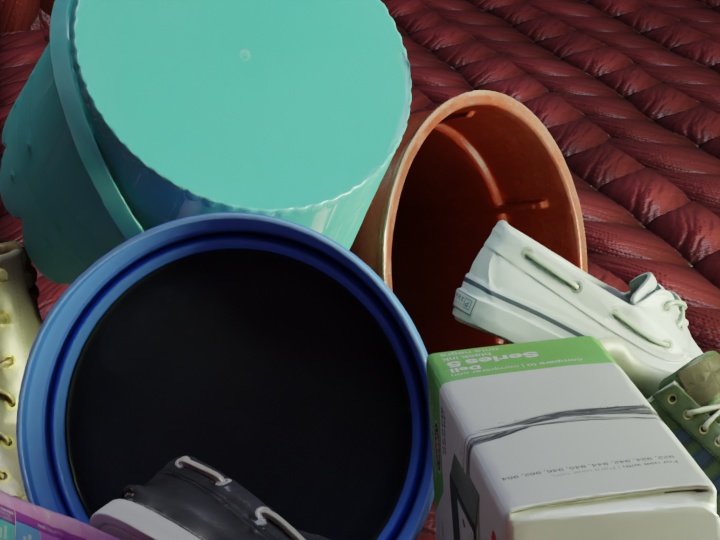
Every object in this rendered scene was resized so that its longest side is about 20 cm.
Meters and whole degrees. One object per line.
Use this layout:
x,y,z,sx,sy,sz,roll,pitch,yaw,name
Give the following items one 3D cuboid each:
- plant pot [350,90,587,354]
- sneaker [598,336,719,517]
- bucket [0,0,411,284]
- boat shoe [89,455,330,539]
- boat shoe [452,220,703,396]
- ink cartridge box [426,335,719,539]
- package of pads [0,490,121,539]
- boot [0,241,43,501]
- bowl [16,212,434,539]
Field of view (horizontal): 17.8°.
0.000,0.000,1.370,0.194,0.203,0.200,-1,13,39,plant pot
0.178,0.088,1.165,0.067,0.091,0.199,-13,18,-36,sneaker
-0.078,-0.074,1.177,0.206,0.208,0.135,-11,-24,-26,bucket
-0.028,0.140,0.987,0.199,0.074,0.060,23,48,35,boat shoe
0.151,0.034,1.270,0.199,0.067,0.074,23,4,-11,boat shoe
0.083,0.126,0.937,0.083,0.147,0.200,-5,14,-5,ink cartridge box
-0.191,0.127,0.940,0.120,0.076,0.200,-15,-27,30,package of pads
-0.195,0.073,1.168,0.072,0.157,0.200,-8,12,12,boot
-0.060,0.075,1.073,0.199,0.203,0.039,-2,0,7,bowl
